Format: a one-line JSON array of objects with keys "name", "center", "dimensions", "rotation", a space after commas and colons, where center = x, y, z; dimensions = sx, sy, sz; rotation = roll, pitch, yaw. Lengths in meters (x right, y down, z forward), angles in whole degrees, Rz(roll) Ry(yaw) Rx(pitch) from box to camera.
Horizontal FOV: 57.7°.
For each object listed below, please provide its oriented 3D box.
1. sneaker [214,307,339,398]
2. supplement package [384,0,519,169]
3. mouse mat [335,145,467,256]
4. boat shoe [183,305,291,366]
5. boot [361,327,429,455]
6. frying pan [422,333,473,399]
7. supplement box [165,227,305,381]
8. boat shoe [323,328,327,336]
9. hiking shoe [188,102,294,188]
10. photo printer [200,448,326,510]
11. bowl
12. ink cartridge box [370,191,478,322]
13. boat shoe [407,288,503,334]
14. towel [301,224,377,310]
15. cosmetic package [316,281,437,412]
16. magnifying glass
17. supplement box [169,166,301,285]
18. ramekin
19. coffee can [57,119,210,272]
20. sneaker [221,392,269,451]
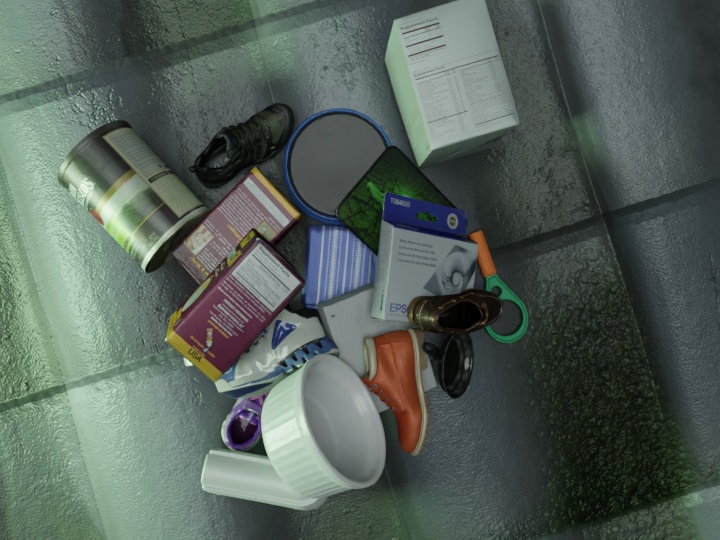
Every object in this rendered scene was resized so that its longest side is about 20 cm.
[{"name": "sneaker", "center": [-0.140, 0.122, 1.051], "dimensions": [0.197, 0.081, 0.116], "rotation": [-22, 67, -1]}, {"name": "supplement package", "center": [0.140, -0.292, 1.054], "dimensions": [0.145, 0.191, 0.203], "rotation": [-16, 91, -2]}, {"name": "mouse mat", "center": [0.073, -0.090, 1.116], "dimensions": [0.200, 0.008, 0.161], "rotation": [42, 81, -15]}, {"name": "boat shoe", "center": [-0.209, 0.102, 1.109], "dimensions": [0.197, 0.071, 0.065], "rotation": [-22, 91, -10]}, {"name": "boot", "center": [0.053, 0.197, 1.045], "dimensions": [0.105, 0.075, 0.204], "rotation": [-4, 87, -15]}, {"name": "frying pan", "center": [0.139, 0.160, 1.075], "dimensions": [0.031, 0.189, 0.117], "rotation": [4, 96, 36]}, {"name": "supplement box", "center": [-0.191, 0.047, 0.996], "dimensions": [0.103, 0.131, 0.200], "rotation": [43, 87, -15]}, {"name": "boat shoe", "center": [-0.074, 0.200, 1.113], "dimensions": [0.074, 0.060, 0.204], "rotation": [-4, 90, -1]}, {"name": "hiking shoe", "center": [-0.193, -0.210, 1.090], "dimensions": [0.199, 0.101, 0.076], "rotation": [-39, 91, -1]}, {"name": "photo printer", "center": [-0.148, 0.340, 1.061], "dimensions": [0.197, 0.167, 0.071], "rotation": [11, 71, -1]}, {"name": "bowl", "center": [-0.036, -0.179, 1.126], "dimensions": [0.197, 0.039, 0.204], "rotation": [0, 90, -2]}, {"name": "ink cartridge box", "center": [0.111, -0.013, 1.069], "dimensions": [0.197, 0.040, 0.204], "rotation": [7, 88, -38]}, {"name": "boat shoe", "center": [0.168, 0.070, 1.051], "dimensions": [0.198, 0.070, 0.072], "rotation": [-6, 99, -39]}, {"name": "towel", "center": [0.000, 0.000, 1.136], "dimensions": [0.196, 0.024, 0.147], "rotation": [4, 90, -4]}, {"name": "cosmetic package", "center": [0.028, 0.126, 1.091], "dimensions": [0.149, 0.052, 0.203], "rotation": [-20, 99, -19]}, {"name": "magnifying glass", "center": [0.234, 0.029, 1.144], "dimensions": [0.079, 0.022, 0.203], "rotation": [-20, 92, -1]}, {"name": "supplement box", "center": [-0.204, -0.060, 1.097], "dimensions": [0.200, 0.086, 0.110], "rotation": [-45, 92, -1]}, {"name": "ramekin", "center": [-0.057, 0.237, 0.976], "dimensions": [0.097, 0.200, 0.202], "rotation": [-30, 91, 24]}, {"name": "coffee can", "center": [-0.363, -0.119, 1.063], "dimensions": [0.146, 0.146, 0.200], "rotation": [-44, 91, -1]}, {"name": "sneaker", "center": [-0.171, 0.220, 1.098], "dimensions": [0.080, 0.088, 0.202], "rotation": [28, 88, 0]}]
